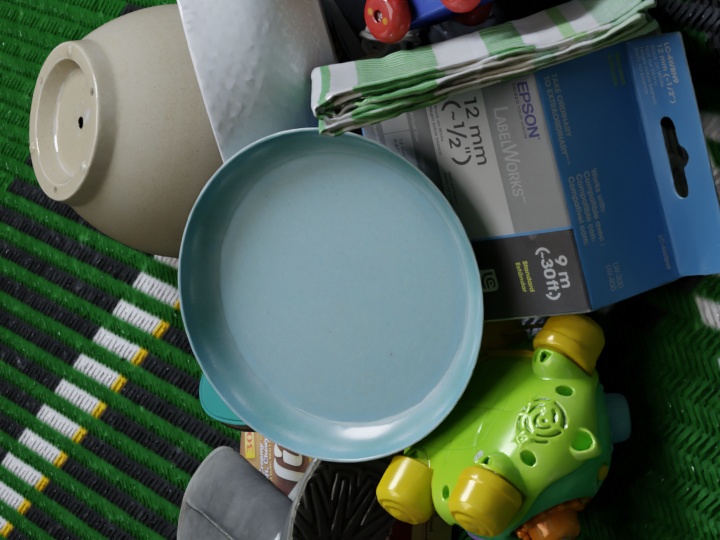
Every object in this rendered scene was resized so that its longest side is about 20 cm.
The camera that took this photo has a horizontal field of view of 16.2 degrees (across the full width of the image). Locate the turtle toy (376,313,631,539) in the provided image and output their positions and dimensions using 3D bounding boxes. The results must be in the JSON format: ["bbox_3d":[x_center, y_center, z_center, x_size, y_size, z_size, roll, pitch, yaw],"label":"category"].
[{"bbox_3d":[0.085,0.105,1.522,0.199,0.101,0.146,0,55,58],"label":"turtle toy"}]

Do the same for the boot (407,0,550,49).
[{"bbox_3d":[0.055,-0.217,1.612,0.200,0.065,0.166,-32,77,55],"label":"boot"}]

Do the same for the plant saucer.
[{"bbox_3d":[-0.015,0.013,1.502,0.199,0.027,0.202,6,106,24],"label":"plant saucer"}]

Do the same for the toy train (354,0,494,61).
[{"bbox_3d":[0.029,-0.199,1.540,0.199,0.084,0.117,-17,88,52],"label":"toy train"}]

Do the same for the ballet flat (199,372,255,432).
[{"bbox_3d":[-0.025,0.062,1.639,0.199,0.068,0.069,-25,66,49],"label":"ballet flat"}]

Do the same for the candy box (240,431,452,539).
[{"bbox_3d":[-0.011,0.127,1.723,0.199,0.055,0.117,0,86,57],"label":"candy box"}]

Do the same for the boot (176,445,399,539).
[{"bbox_3d":[-0.052,0.158,1.672,0.183,0.072,0.200,-68,21,9],"label":"boot"}]

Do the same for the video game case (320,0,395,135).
[{"bbox_3d":[-0.024,-0.117,1.695,0.201,0.025,0.181,58,149,8],"label":"video game case"}]

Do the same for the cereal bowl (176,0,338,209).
[{"bbox_3d":[-0.056,-0.129,1.592,0.200,0.083,0.202,-17,-90,-87],"label":"cereal bowl"}]

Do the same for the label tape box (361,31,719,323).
[{"bbox_3d":[0.104,-0.050,1.466,0.199,0.066,0.144,-6,103,42],"label":"label tape box"}]

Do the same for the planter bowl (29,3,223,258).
[{"bbox_3d":[-0.168,-0.109,1.918,0.200,0.134,0.202,-9,79,57],"label":"planter bowl"}]

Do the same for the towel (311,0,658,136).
[{"bbox_3d":[0.067,-0.126,1.453,0.153,0.198,0.024,-99,-9,-78],"label":"towel"}]
